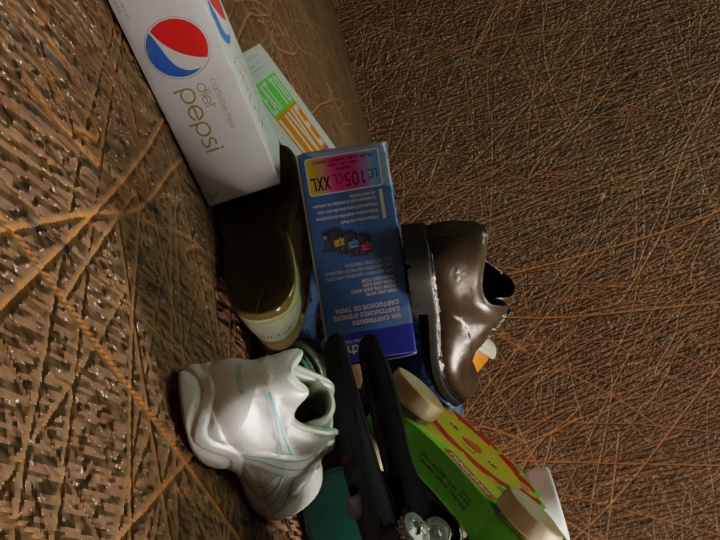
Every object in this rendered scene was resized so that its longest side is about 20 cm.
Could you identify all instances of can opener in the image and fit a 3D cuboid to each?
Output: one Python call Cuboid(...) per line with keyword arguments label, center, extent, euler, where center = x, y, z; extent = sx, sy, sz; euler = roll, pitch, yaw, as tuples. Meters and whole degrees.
Cuboid(label="can opener", center=(0.011, 0.127, 0.587), extent=(0.063, 0.079, 0.201), euler=(4, 54, -34))

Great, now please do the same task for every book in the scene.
Cuboid(label="book", center=(-0.067, -0.118, 0.879), extent=(0.200, 0.048, 0.134), euler=(51, 17, -13))

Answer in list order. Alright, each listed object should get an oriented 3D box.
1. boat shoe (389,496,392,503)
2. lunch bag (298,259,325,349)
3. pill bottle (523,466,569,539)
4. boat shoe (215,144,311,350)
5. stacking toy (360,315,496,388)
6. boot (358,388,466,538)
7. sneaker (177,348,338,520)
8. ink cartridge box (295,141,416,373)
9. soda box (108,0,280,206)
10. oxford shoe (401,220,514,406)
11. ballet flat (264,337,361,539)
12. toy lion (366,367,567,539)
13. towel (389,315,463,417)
Cuboid(label="boat shoe", center=(0.038, 0.253, 0.897), extent=(0.200, 0.090, 0.071), euler=(-80, 153, -77))
Cuboid(label="lunch bag", center=(-0.054, -0.025, 0.897), extent=(0.201, 0.093, 0.151), euler=(61, 13, -21))
Cuboid(label="pill bottle", center=(0.126, 0.287, 1.010), extent=(0.112, 0.198, 0.113), euler=(-17, 90, -84))
Cuboid(label="boat shoe", center=(-0.077, -0.022, 0.735), extent=(0.067, 0.073, 0.201), euler=(76, 9, -46))
Cuboid(label="stacking toy", center=(0.046, 0.130, 0.994), extent=(0.145, 0.201, 0.146), euler=(29, -3, 2))
Cuboid(label="boot", center=(0.030, 0.174, 0.764), extent=(0.166, 0.072, 0.200), euler=(47, 8, 16))
Cuboid(label="sneaker", center=(-0.047, 0.110, 0.583), extent=(0.201, 0.080, 0.071), euler=(65, 8, -61))
Cuboid(label="ink cartridge box", center=(0.000, 0.000, 0.758), extent=(0.136, 0.076, 0.202), euler=(-84, 167, -86))
Cuboid(label="soda box", center=(-0.122, -0.152, 0.671), extent=(0.068, 0.063, 0.201), euler=(-99, 170, -53))
Cuboid(label="oxford shoe", center=(0.086, 0.042, 0.730), extent=(0.201, 0.084, 0.073), euler=(77, 5, -47))
Cuboid(label="ballet flat", center=(-0.023, 0.148, 0.721), extent=(0.064, 0.067, 0.202), euler=(-21, 93, -76))
Cuboid(label="toy lion", center=(0.089, 0.160, 0.693), extent=(0.200, 0.069, 0.191), euler=(45, 7, 37))
Cuboid(label="towel", center=(0.065, 0.153, 0.895), extent=(0.112, 0.048, 0.202), euler=(29, -49, 62))
